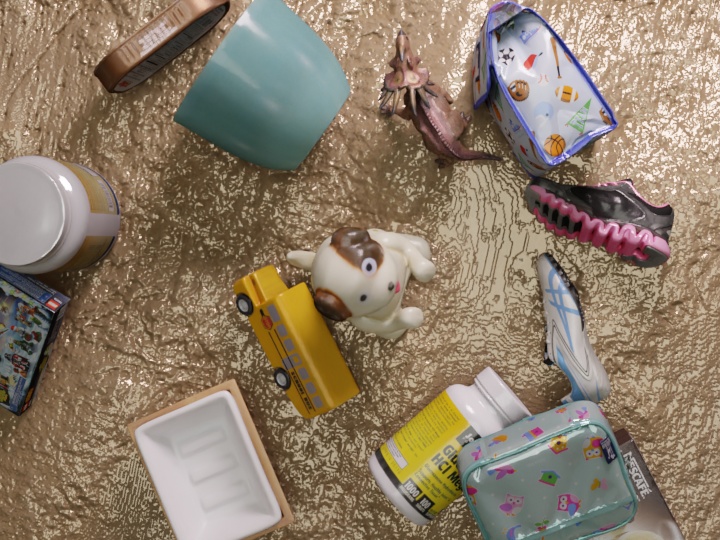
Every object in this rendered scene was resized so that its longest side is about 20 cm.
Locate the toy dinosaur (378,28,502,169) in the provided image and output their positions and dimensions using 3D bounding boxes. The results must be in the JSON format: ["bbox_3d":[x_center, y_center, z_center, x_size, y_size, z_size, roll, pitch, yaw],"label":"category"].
[{"bbox_3d":[0.089,-0.192,1.393,0.086,0.136,0.200,-42,88,5],"label":"toy dinosaur"}]

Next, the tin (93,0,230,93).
[{"bbox_3d":[-0.253,-0.297,1.431,0.200,0.112,0.042,-36,89,5],"label":"tin"}]

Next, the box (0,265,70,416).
[{"bbox_3d":[-0.468,0.081,1.449,0.136,0.040,0.201,31,124,4],"label":"box"}]

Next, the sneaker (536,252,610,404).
[{"bbox_3d":[0.257,0.077,1.420,0.072,0.072,0.201,-19,86,14],"label":"sneaker"}]

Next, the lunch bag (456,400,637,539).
[{"bbox_3d":[0.227,0.257,1.330,0.199,0.077,0.161,-22,104,7],"label":"lunch bag"}]

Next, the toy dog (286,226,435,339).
[{"bbox_3d":[0.000,0.000,1.373,0.193,0.200,0.140,28,93,3],"label":"toy dog"}]

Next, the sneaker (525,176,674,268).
[{"bbox_3d":[0.308,-0.081,1.419,0.199,0.079,0.096,24,71,3],"label":"sneaker"}]

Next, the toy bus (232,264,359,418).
[{"bbox_3d":[-0.084,0.087,1.433,0.078,0.065,0.201,-28,89,44],"label":"toy bus"}]

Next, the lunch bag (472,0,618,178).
[{"bbox_3d":[0.206,-0.224,1.367,0.123,0.170,0.201,-31,90,0],"label":"lunch bag"}]

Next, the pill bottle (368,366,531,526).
[{"bbox_3d":[0.116,0.219,1.412,0.200,0.112,0.113,-42,88,5],"label":"pill bottle"}]

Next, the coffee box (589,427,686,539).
[{"bbox_3d":[0.336,0.318,1.412,0.113,0.080,0.201,-27,89,6],"label":"coffee box"}]

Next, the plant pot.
[{"bbox_3d":[-0.110,-0.221,1.385,0.161,0.201,0.201,35,94,-8],"label":"plant pot"}]

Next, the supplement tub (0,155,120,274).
[{"bbox_3d":[-0.396,-0.069,1.405,0.143,0.200,0.146,0,91,5],"label":"supplement tub"}]

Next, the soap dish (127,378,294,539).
[{"bbox_3d":[-0.193,0.261,1.455,0.157,0.081,0.201,-24,90,5],"label":"soap dish"}]
